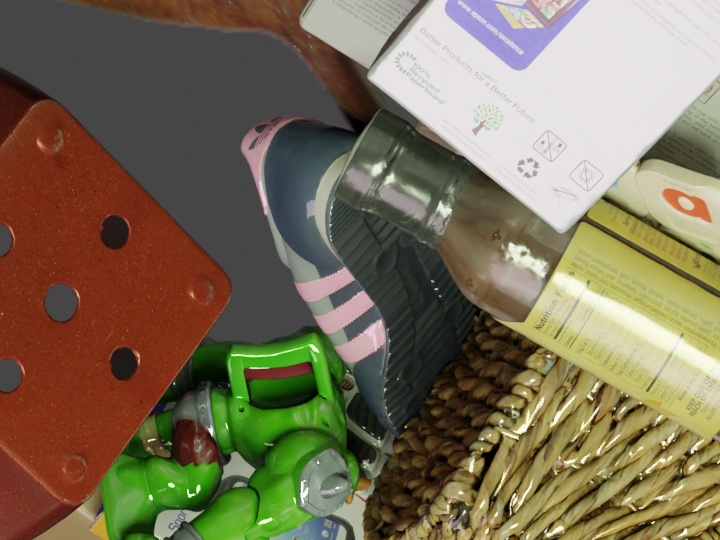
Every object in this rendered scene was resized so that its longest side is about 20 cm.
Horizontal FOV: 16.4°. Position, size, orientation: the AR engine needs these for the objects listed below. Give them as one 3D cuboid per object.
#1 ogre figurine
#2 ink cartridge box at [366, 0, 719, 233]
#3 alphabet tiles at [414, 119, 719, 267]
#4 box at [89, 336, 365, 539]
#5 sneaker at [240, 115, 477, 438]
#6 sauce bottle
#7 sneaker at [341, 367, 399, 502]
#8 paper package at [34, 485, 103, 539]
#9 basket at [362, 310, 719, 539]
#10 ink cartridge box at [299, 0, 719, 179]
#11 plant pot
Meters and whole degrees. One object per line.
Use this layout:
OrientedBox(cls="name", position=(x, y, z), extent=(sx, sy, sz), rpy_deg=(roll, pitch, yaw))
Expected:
OrientedBox(cls="ogre figurine", position=(-0.062, 0.085, 1.202), extent=(0.119, 0.200, 0.099), rpy_deg=(-18, 99, 8))
OrientedBox(cls="ink cartridge box", position=(0.099, -0.111, 0.894), extent=(0.099, 0.039, 0.200), rpy_deg=(39, 124, -8))
OrientedBox(cls="alphabet tiles", position=(0.115, -0.009, 1.046), extent=(0.199, 0.015, 0.196), rpy_deg=(22, 162, 27))
OrientedBox(cls="box", position=(-0.049, 0.125, 1.322), extent=(0.199, 0.119, 0.041), rpy_deg=(32, 147, -4))
OrientedBox(cls="sneaker", position=(0.000, 0.000, 1.189), extent=(0.082, 0.070, 0.200), rpy_deg=(32, 153, 36))
OrientedBox(cls="sauce bottle", position=(0.085, 0.000, 0.992), extent=(0.199, 0.065, 0.065), rpy_deg=(31, 146, 3))
OrientedBox(cls="sneaker", position=(0.046, 0.121, 1.293), extent=(0.200, 0.077, 0.085), rpy_deg=(35, 155, -5))
OrientedBox(cls="paper package", position=(-0.126, 0.156, 1.433), extent=(0.200, 0.104, 0.190), rpy_deg=(38, 146, -15))
OrientedBox(cls="basket", position=(0.098, 0.106, 1.115), extent=(0.149, 0.143, 0.200), rpy_deg=(34, 173, -7))
OrientedBox(cls="ink cartridge box", position=(0.093, -0.101, 0.991), extent=(0.199, 0.045, 0.176), rpy_deg=(32, 147, -5))
OrientedBox(cls="plant pot", position=(-0.181, 0.015, 1.172), extent=(0.200, 0.200, 0.176), rpy_deg=(46, 154, -24))
